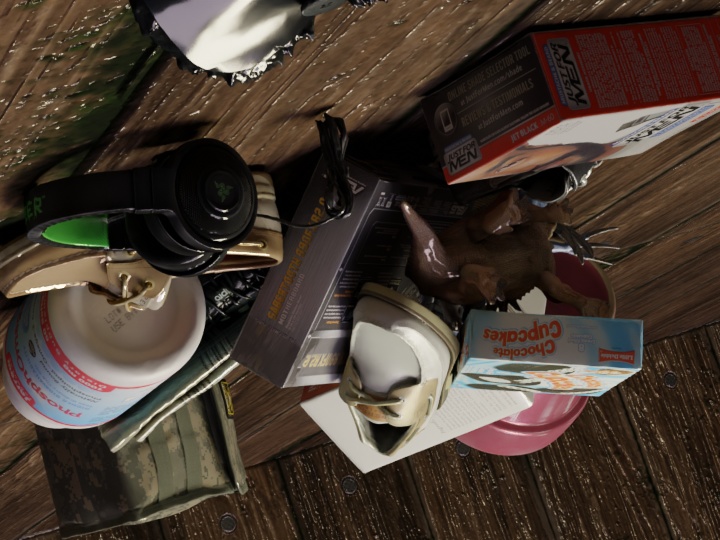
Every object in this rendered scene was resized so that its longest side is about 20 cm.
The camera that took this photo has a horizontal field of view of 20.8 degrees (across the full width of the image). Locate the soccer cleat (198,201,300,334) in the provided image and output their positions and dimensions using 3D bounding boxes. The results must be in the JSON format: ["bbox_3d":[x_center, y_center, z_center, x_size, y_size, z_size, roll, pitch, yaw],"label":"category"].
[{"bbox_3d":[-0.098,0.011,1.432,0.199,0.068,0.081,-26,-160,41],"label":"soccer cleat"}]

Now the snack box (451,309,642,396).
[{"bbox_3d":[0.126,0.060,1.381,0.115,0.037,0.200,3,171,0],"label":"snack box"}]

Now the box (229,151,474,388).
[{"bbox_3d":[0.000,0.000,1.390,0.159,0.048,0.200,-65,159,10],"label":"box"}]

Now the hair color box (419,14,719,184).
[{"bbox_3d":[0.149,-0.112,1.280,0.199,0.064,0.111,-10,168,-42],"label":"hair color box"}]

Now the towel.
[{"bbox_3d":[-0.123,0.065,1.504,0.199,0.035,0.193,-35,-166,-5],"label":"towel"}]

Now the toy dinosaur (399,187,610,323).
[{"bbox_3d":[0.082,-0.005,1.367,0.199,0.087,0.135,5,173,-40],"label":"toy dinosaur"}]

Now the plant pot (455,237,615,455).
[{"bbox_3d":[0.171,0.066,2.047,0.199,0.201,0.179,-14,155,-32],"label":"plant pot"}]

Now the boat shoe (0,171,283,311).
[{"bbox_3d":[-0.138,-0.009,1.260,0.199,0.070,0.074,-16,171,-22],"label":"boat shoe"}]

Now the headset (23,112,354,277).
[{"bbox_3d":[-0.101,-0.050,1.173,0.198,0.095,0.123,-1,170,-16],"label":"headset"}]

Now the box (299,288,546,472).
[{"bbox_3d":[0.061,0.076,1.857,0.199,0.106,0.153,-25,-148,29],"label":"box"}]

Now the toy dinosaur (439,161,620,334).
[{"bbox_3d":[0.115,-0.036,1.500,0.199,0.183,0.105,17,172,-8],"label":"toy dinosaur"}]

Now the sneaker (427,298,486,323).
[{"bbox_3d":[0.065,0.024,1.656,0.091,0.199,0.076,-31,142,-44],"label":"sneaker"}]

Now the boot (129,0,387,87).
[{"bbox_3d":[-0.015,-0.135,0.742,0.167,0.077,0.200,-25,177,8],"label":"boot"}]

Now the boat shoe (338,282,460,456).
[{"bbox_3d":[0.025,0.075,1.370,0.069,0.074,0.200,-60,160,-18],"label":"boat shoe"}]

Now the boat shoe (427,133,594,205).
[{"bbox_3d":[0.135,-0.082,1.410,0.199,0.068,0.072,-11,168,-44],"label":"boat shoe"}]

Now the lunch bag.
[{"bbox_3d":[-0.176,0.128,1.687,0.117,0.165,0.199,-18,175,36],"label":"lunch bag"}]

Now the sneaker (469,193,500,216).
[{"bbox_3d":[0.051,-0.021,1.597,0.199,0.071,0.109,-22,170,-6],"label":"sneaker"}]

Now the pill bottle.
[{"bbox_3d":[-0.189,0.049,1.377,0.108,0.110,0.200,-15,169,-28],"label":"pill bottle"}]
